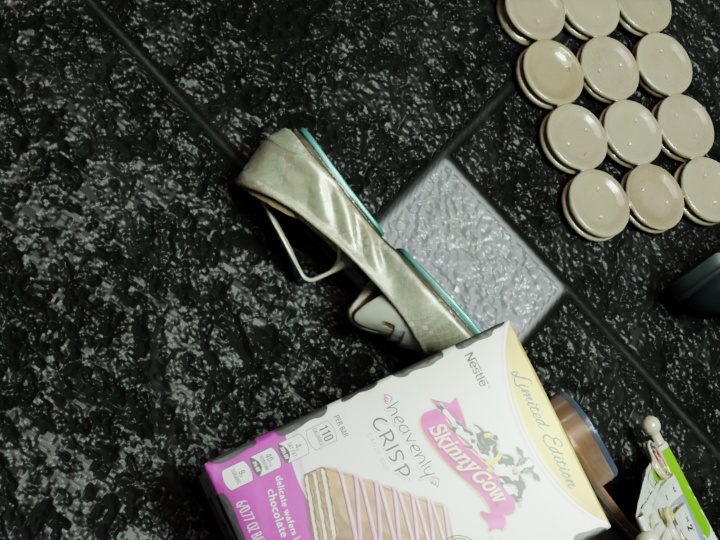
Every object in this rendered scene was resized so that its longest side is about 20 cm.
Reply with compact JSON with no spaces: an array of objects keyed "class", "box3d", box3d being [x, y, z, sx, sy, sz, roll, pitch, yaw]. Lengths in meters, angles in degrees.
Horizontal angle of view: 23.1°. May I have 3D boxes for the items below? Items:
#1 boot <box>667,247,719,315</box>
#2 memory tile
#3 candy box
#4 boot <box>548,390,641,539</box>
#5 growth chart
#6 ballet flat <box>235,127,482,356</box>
[{"class":"boot","box3d":[0.325,0.042,1.233,0.200,0.076,0.168,-19,77,-38]},{"class":"memory tile","box3d":[0.183,-0.120,1.258,0.153,0.017,0.201,-9,76,-30]},{"class":"candy box","box3d":[0.024,0.132,1.013,0.200,0.061,0.137,-25,83,-15]},{"class":"boot","box3d":[0.133,0.185,1.096,0.097,0.075,0.200,-29,93,-10]},{"class":"growth chart","box3d":[0.204,0.185,1.081,0.145,0.018,0.200,60,17,-9]},{"class":"ballet flat","box3d":[0.000,0.000,1.097,0.062,0.067,0.200,-41,89,-6]}]
